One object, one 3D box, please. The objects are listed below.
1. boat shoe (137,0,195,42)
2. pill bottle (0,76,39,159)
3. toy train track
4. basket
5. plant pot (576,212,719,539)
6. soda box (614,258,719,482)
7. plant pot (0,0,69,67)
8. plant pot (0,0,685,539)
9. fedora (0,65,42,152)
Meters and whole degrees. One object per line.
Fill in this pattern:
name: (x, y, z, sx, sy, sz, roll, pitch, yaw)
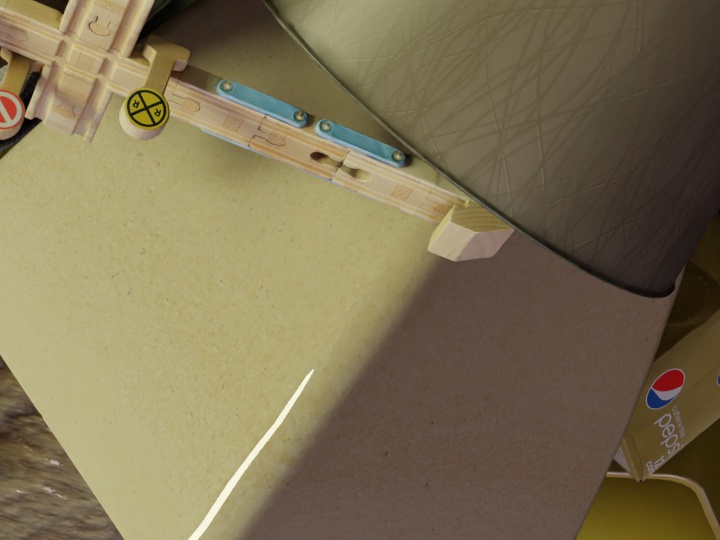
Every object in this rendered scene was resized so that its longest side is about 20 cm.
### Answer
boat shoe: (-0.088, -0.051, 1.010, 0.069, 0.200, 0.057, 45, -176, -16)
pill bottle: (-0.134, -0.069, 1.086, 0.199, 0.112, 0.111, 20, 152, -14)
toy train track: (-0.048, -0.041, 0.776, 0.199, 0.033, 0.115, 21, 153, -8)
basket: (0.093, -0.121, 0.778, 0.180, 0.136, 0.200, 38, 109, -9)
plant pot: (0.089, 0.052, 1.148, 0.199, 0.177, 0.200, 1, 152, 22)
soda box: (0.072, -0.006, 1.037, 0.200, 0.068, 0.064, 44, 167, 38)
plant pot: (-0.072, -0.182, 0.801, 0.199, 0.188, 0.187, -18, 142, 24)
plant pot: (0.000, 0.000, 0.923, 0.200, 0.200, 0.177, 18, 116, -50)
fedora: (-0.193, -0.112, 0.956, 0.199, 0.177, 0.090, 27, -166, -15)
